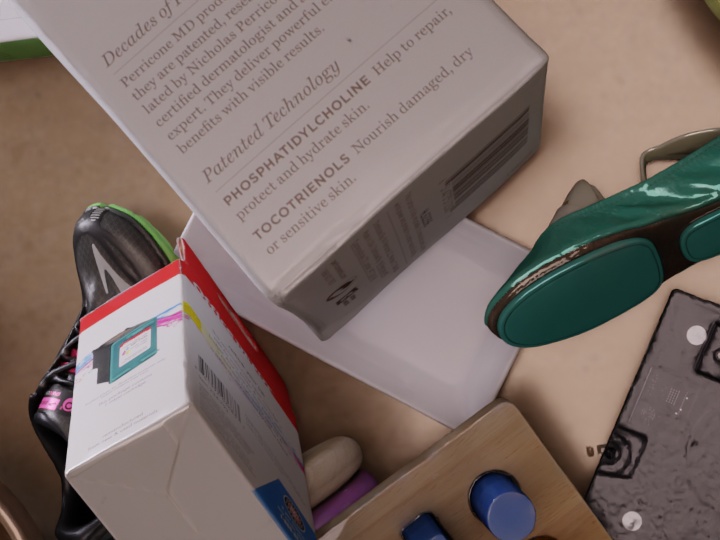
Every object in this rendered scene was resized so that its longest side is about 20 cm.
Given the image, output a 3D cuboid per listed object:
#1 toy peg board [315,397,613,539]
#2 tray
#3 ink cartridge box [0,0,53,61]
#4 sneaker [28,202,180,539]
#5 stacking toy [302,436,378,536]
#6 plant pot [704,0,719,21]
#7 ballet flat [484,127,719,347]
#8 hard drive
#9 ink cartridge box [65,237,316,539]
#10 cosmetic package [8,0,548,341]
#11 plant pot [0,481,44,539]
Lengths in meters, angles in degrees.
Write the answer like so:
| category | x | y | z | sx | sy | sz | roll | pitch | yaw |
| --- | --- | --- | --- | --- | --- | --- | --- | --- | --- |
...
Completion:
| category | x | y | z | sx | sy | sz | roll | pitch | yaw |
| --- | --- | --- | --- | --- | --- | --- | --- | --- | --- |
| toy peg board | 0.057 | 0.204 | 0.710 | 0.200 | 0.098 | 0.199 | -36 | 96 | -3 |
| tray | 0.000 | 0.000 | 0.813 | 0.200 | 0.022 | 0.108 | 28 | 96 | 9 |
| ink cartridge box | -0.256 | -0.171 | 0.841 | 0.200 | 0.059 | 0.104 | -6 | 89 | 11 |
| sneaker | -0.138 | 0.062 | 0.801 | 0.077 | 0.084 | 0.200 | -5 | 88 | 39 |
| stacking toy | 0.012 | 0.193 | 0.788 | 0.085 | 0.085 | 0.200 | -33 | 90 | 9 |
| plant pot | 0.275 | -0.204 | 0.665 | 0.190 | 0.200 | 0.200 | -35 | 83 | -26 |
| ballet flat | 0.150 | -0.026 | 0.762 | 0.200 | 0.067 | 0.070 | -25 | 49 | 2 |
| hard drive | 0.231 | 0.110 | 0.761 | 0.200 | 0.038 | 0.140 | 22 | 95 | 11 |
| ink cartridge box | -0.084 | 0.075 | 0.724 | 0.067 | 0.200 | 0.116 | -30 | 113 | 5 |
| cosmetic package | -0.033 | -0.098 | 0.727 | 0.166 | 0.167 | 0.200 | -42 | 78 | -1 |
| plant pot | -0.253 | 0.192 | 0.826 | 0.200 | 0.093 | 0.201 | 0 | 91 | 12 |
